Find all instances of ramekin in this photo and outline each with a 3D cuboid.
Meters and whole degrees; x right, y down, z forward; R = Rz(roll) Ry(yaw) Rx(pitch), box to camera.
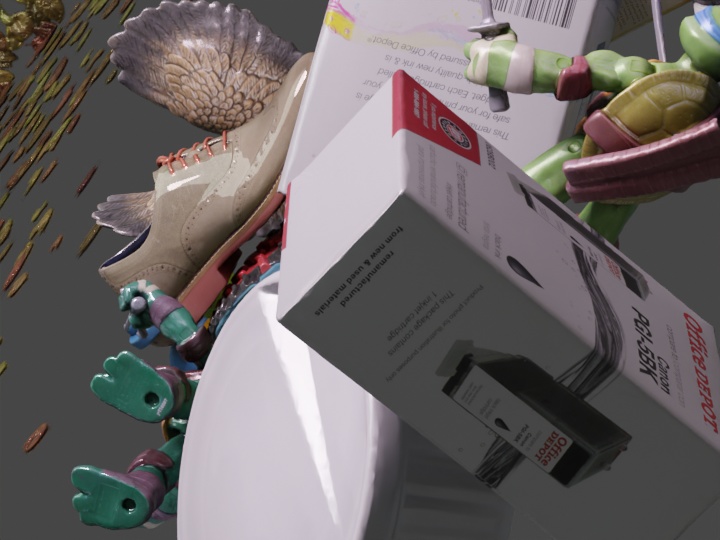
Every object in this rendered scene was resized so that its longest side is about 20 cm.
[{"bbox_3d":[-0.004,0.102,1.416,0.202,0.094,0.203,-27,59,57],"label":"ramekin"}]

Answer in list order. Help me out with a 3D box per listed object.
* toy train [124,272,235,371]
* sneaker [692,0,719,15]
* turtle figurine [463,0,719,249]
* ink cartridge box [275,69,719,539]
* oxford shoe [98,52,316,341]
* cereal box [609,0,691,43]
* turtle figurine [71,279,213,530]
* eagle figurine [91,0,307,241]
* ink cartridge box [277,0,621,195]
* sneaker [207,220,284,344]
[{"bbox_3d":[-0.060,0.030,1.825,0.200,0.116,0.085,-33,26,55],"label":"toy train"},{"bbox_3d":[0.182,-0.204,1.588,0.069,0.100,0.200,-26,22,3],"label":"sneaker"},{"bbox_3d":[0.108,-0.076,1.495,0.194,0.200,0.144,-55,-20,14],"label":"turtle figurine"},{"bbox_3d":[0.066,0.024,1.285,0.083,0.200,0.147,-46,17,19],"label":"ink cartridge box"},{"bbox_3d":[-0.082,-0.053,1.726,0.200,0.075,0.070,-55,5,14],"label":"oxford shoe"},{"bbox_3d":[0.082,-0.133,1.728,0.200,0.040,0.144,-27,13,-9],"label":"cereal box"},{"bbox_3d":[-0.104,0.080,1.685,0.200,0.101,0.150,-31,-62,-74],"label":"turtle figurine"},{"bbox_3d":[-0.062,-0.070,1.880,0.151,0.200,0.152,-56,39,16],"label":"eagle figurine"},{"bbox_3d":[0.054,-0.113,1.593,0.088,0.145,0.200,22,-97,-79],"label":"ink cartridge box"},{"bbox_3d":[0.000,0.000,1.731,0.200,0.096,0.079,-37,8,14],"label":"sneaker"}]
